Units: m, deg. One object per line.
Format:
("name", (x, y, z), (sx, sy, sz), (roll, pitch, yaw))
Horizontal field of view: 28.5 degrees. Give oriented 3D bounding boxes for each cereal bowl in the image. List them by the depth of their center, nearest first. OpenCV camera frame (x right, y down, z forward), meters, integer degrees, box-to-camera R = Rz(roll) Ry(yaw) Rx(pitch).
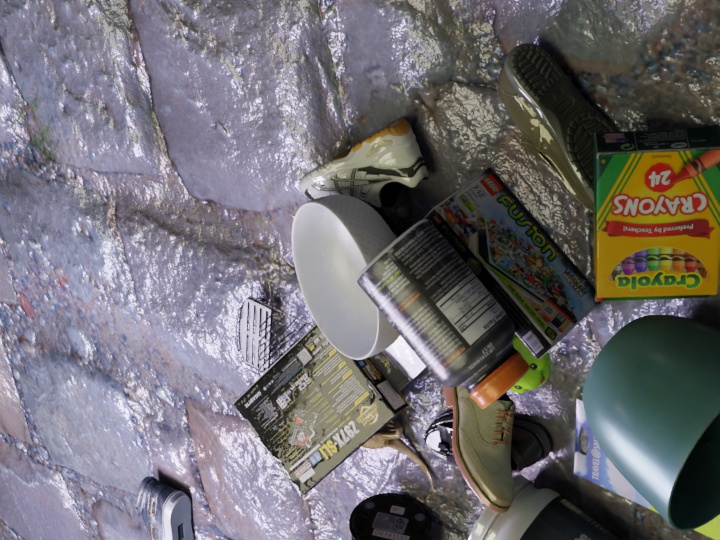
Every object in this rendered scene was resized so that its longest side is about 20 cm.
("cereal bowl", (0.000, 0.000, 1.692), (0.200, 0.083, 0.202), (42, 143, 42))

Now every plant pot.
("plant pot", (0.329, 0.142, 1.480), (0.161, 0.199, 0.202), (39, 140, 36))

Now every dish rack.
("dish rack", (-0.099, 0.127, 1.990), (0.199, 0.055, 0.155), (25, 132, 22))

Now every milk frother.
("milk frother", (0.043, 0.455, 1.979), (0.179, 0.200, 0.190), (22, 131, 28))

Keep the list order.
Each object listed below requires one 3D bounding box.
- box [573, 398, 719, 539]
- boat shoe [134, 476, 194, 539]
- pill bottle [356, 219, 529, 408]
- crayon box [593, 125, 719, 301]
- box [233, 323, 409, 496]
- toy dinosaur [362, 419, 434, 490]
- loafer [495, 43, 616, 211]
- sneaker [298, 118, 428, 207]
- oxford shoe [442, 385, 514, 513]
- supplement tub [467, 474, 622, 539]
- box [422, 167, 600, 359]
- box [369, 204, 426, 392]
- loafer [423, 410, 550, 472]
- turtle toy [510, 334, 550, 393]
("box", (0.342, 0.217, 1.627), (0.199, 0.048, 0.123), (22, 130, 34))
("boat shoe", (-0.341, 0.449, 2.465), (0.090, 0.071, 0.202), (27, 127, 31))
("pill bottle", (0.095, 0.052, 1.538), (0.200, 0.106, 0.106), (51, 141, 3))
("crayon box", (0.300, -0.043, 1.437), (0.125, 0.051, 0.202), (-3, 122, 7))
("box", (-0.056, 0.178, 1.889), (0.200, 0.049, 0.160), (-44, 81, 28))
("toy dinosaur", (0.028, 0.220, 1.941), (0.198, 0.058, 0.101), (23, 137, -2))
("loafer", (0.212, -0.144, 1.492), (0.201, 0.075, 0.070), (57, 154, 1))
("sneaker", (0.002, -0.107, 1.715), (0.199, 0.075, 0.088), (-23, 100, 51))
("oxford shoe", (0.155, 0.193, 1.725), (0.074, 0.070, 0.202), (-37, 57, 36))
("supplement tub", (0.243, 0.361, 1.756), (0.199, 0.140, 0.141), (34, 137, 22))
("box", (0.170, -0.010, 1.589), (0.200, 0.110, 0.035), (49, 140, 5))
("box", (0.034, 0.038, 1.807), (0.200, 0.048, 0.158), (50, 141, 6))
("loafer", (0.148, 0.223, 1.812), (0.199, 0.063, 0.072), (-3, 115, 46))
("turtle toy", (0.140, 0.060, 1.645), (0.199, 0.101, 0.146), (38, 120, 11))
